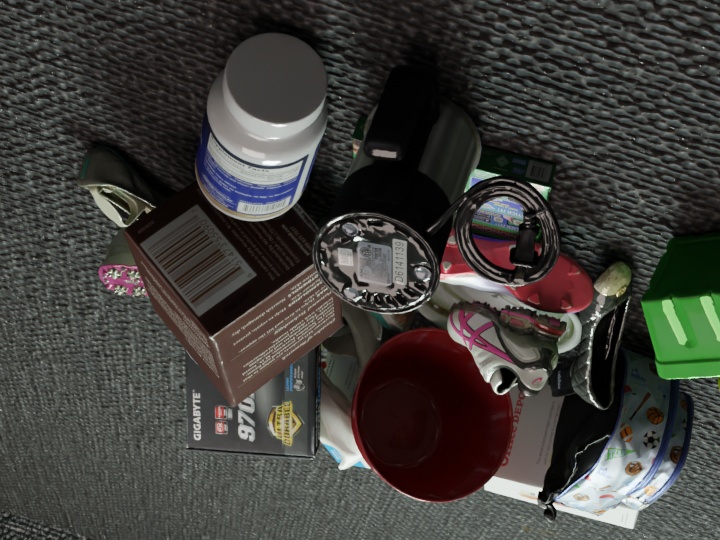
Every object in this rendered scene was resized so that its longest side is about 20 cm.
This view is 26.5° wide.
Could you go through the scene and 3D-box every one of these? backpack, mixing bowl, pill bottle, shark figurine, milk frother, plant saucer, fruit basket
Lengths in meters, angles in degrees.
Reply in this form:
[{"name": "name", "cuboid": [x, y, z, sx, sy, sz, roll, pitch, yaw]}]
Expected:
[{"name": "backpack", "cuboid": [0.302, 0.186, 1.786, 0.154, 0.201, 0.191, 11, 153, -6]}, {"name": "mixing bowl", "cuboid": [0.066, 0.174, 1.790, 0.200, 0.201, 0.108, 25, 160, -16]}, {"name": "pill bottle", "cuboid": [-0.093, -0.136, 1.458, 0.115, 0.116, 0.200, 20, 155, -4]}, {"name": "shark figurine", "cuboid": [-0.013, 0.052, 1.844, 0.215, 0.128, 0.089, 48, 161, -3]}, {"name": "milk frother", "cuboid": [0.082, -0.068, 1.375, 0.200, 0.188, 0.181, 22, 135, -1]}, {"name": "plant saucer", "cuboid": [0.157, 0.030, 1.713, 0.200, 0.050, 0.200, 15, 156, 7]}, {"name": "fruit basket", "cuboid": [0.394, 0.067, 1.493, 0.215, 0.156, 0.216, 21, 145, 16]}]

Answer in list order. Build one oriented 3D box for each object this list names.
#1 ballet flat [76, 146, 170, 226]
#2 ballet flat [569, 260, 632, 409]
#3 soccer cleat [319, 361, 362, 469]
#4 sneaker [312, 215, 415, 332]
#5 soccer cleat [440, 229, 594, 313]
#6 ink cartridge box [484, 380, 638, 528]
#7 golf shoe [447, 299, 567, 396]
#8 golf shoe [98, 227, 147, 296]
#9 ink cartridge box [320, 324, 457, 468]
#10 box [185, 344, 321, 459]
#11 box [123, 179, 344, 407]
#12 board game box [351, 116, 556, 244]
[{"name": "ballet flat", "cuboid": [-0.253, -0.068, 1.775, 0.067, 0.064, 0.200, -4, 148, 41]}, {"name": "ballet flat", "cuboid": [0.268, 0.068, 1.650, 0.057, 0.066, 0.200, 46, 149, 35]}, {"name": "soccer cleat", "cuboid": [-0.060, 0.155, 1.880, 0.200, 0.078, 0.069, 48, -165, 14]}, {"name": "sneaker", "cuboid": [0.000, 0.000, 1.745, 0.080, 0.072, 0.200, 5, 146, 32]}, {"name": "soccer cleat", "cuboid": [0.144, -0.002, 1.586, 0.199, 0.067, 0.076, 13, 178, 5]}, {"name": "ink cartridge box", "cuboid": [0.267, 0.226, 1.937, 0.199, 0.145, 0.083, 13, 157, 12]}, {"name": "golf shoe", "cuboid": [0.141, 0.082, 1.622, 0.072, 0.092, 0.200, 17, 177, -22]}, {"name": "golf shoe", "cuboid": [-0.212, -0.013, 1.849, 0.199, 0.092, 0.075, 7, 142, -1]}, {"name": "ink cartridge box", "cuboid": [0.060, 0.174, 1.969, 0.199, 0.145, 0.147, 8, 154, 21]}, {"name": "box", "cuboid": [-0.127, 0.120, 1.816, 0.158, 0.201, 0.046, 4, -162, 7]}, {"name": "box", "cuboid": [-0.132, 0.010, 1.664, 0.166, 0.164, 0.200, 48, 165, 21]}, {"name": "board game box", "cuboid": [0.090, -0.087, 1.538, 0.199, 0.029, 0.135, 15, 157, 7]}]
